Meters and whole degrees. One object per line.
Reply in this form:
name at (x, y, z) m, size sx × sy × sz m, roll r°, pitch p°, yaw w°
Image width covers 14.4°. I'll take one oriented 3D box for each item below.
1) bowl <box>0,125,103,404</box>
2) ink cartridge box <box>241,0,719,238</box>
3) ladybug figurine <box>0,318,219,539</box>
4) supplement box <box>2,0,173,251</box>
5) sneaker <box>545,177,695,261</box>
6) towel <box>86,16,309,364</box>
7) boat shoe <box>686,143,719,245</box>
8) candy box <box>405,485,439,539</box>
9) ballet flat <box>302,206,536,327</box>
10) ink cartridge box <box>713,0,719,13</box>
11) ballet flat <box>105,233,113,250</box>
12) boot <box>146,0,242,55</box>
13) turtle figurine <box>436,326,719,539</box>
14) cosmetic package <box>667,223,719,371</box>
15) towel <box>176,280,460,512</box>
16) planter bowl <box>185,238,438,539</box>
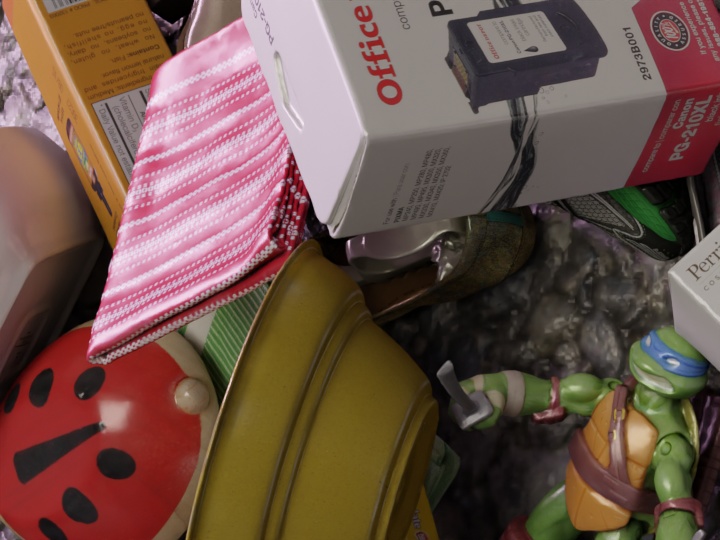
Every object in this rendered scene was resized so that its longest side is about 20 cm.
bowl at (-0.219, 0.024, 1.611) m, size 0.074 × 0.200 × 0.201 m, roll 30°, pitch 102°, yaw 8°
ink cartridge box at (0.061, -0.110, 1.352) m, size 0.085 × 0.199 × 0.146 m, roll 111°, pitch 143°, yaw -55°
ladybug figurine at (-0.150, 0.097, 1.580) m, size 0.200 × 0.072 × 0.137 m, roll -34°, pitch 71°, yaw 48°
supplement box at (-0.135, -0.096, 1.580) m, size 0.067 × 0.068 × 0.201 m, roll 106°, pitch 143°, yaw -62°
sneaker at (0.083, -0.063, 1.445) m, size 0.199 × 0.078 × 0.086 m, roll 33°, pitch 116°, yaw 9°
towel at (-0.073, -0.055, 1.444) m, size 0.144 × 0.022 × 0.201 m, roll -27°, pitch 38°, yaw 36°
boat shoe at (0.189, -0.020, 1.393) m, size 0.067 × 0.057 × 0.201 m, roll -20°, pitch 71°, yaw 31°
candy box at (-0.016, 0.175, 1.484) m, size 0.200 × 0.026 × 0.103 m, roll -40°, pitch 62°, yaw 51°
ballet flat at (0.000, 0.000, 1.521) m, size 0.199 × 0.071 × 0.071 m, roll -21°, pitch 71°, yaw 32°
ink cartridge box at (0.235, -0.213, 1.384) m, size 0.116 × 0.067 × 0.201 m, roll 22°, pitch 96°, yaw 36°
ballet flat at (-0.143, -0.086, 1.638) m, size 0.069 × 0.063 × 0.201 m, roll -42°, pitch 61°, yaw 29°
boot at (-0.037, -0.157, 1.576) m, size 0.146 × 0.070 × 0.201 m, roll -38°, pitch 74°, yaw 12°
turtle figurine at (0.093, 0.122, 1.370) m, size 0.143 × 0.200 × 0.195 m, roll 21°, pitch 121°, yaw 7°
cosmetic package at (0.244, 0.047, 1.290) m, size 0.108 × 0.085 × 0.200 m, roll -43°, pitch 70°, yaw -7°
towel at (-0.033, 0.083, 1.519) m, size 0.200 × 0.023 × 0.153 m, roll 47°, pitch 137°, yaw 26°
planter bowl at (-0.014, 0.093, 1.351) m, size 0.083 × 0.200 × 0.202 m, roll 17°, pitch 93°, yaw 9°
